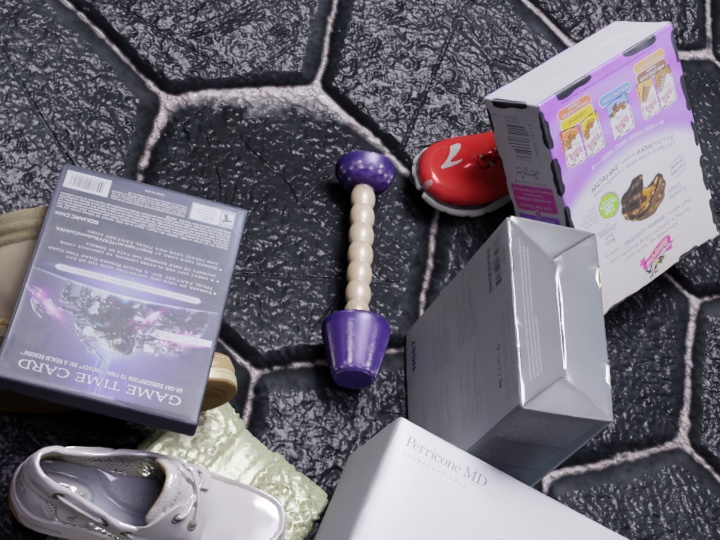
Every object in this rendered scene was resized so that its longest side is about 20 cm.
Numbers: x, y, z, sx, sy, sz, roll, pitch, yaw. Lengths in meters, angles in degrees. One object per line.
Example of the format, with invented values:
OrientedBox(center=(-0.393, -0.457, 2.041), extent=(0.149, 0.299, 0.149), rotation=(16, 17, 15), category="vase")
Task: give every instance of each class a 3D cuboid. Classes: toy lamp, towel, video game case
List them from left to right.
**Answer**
OrientedBox(center=(-0.166, 0.017, 1.197), extent=(0.142, 0.019, 0.201), rotation=(14, 50, -5), category="video game case")
OrientedBox(center=(-0.124, 0.189, 1.214), extent=(0.148, 0.037, 0.200), rotation=(42, 55, 1), category="towel")
OrientedBox(center=(0.000, 0.000, 1.363), extent=(0.058, 0.058, 0.201), rotation=(15, 57, -16), category="toy lamp")

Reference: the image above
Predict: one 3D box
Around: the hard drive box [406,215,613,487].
OrientedBox(center=(0.106, 0.078, 1.278), extent=(0.076, 0.200, 0.157), rotation=(10, 60, -19), category="hard drive box")

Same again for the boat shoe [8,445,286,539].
OrientedBox(center=(-0.138, 0.160, 1.158), extent=(0.199, 0.069, 0.071), rotation=(11, 59, -20), category="boat shoe")

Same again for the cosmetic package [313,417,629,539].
OrientedBox(center=(0.059, 0.246, 1.197), extent=(0.199, 0.123, 0.201), rotation=(28, 61, -8), category="cosmetic package")

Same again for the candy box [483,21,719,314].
OrientedBox(center=(0.207, -0.085, 1.423), extent=(0.167, 0.071, 0.201), rotation=(-32, 116, -30), category="candy box")

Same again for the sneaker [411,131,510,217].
OrientedBox(center=(0.134, -0.104, 1.462), extent=(0.199, 0.085, 0.077), rotation=(-13, 67, -30), category="sneaker")

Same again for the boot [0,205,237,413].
OrientedBox(center=(-0.187, 0.028, 1.240), extent=(0.199, 0.073, 0.156), rotation=(1, 58, 0), category="boot")
